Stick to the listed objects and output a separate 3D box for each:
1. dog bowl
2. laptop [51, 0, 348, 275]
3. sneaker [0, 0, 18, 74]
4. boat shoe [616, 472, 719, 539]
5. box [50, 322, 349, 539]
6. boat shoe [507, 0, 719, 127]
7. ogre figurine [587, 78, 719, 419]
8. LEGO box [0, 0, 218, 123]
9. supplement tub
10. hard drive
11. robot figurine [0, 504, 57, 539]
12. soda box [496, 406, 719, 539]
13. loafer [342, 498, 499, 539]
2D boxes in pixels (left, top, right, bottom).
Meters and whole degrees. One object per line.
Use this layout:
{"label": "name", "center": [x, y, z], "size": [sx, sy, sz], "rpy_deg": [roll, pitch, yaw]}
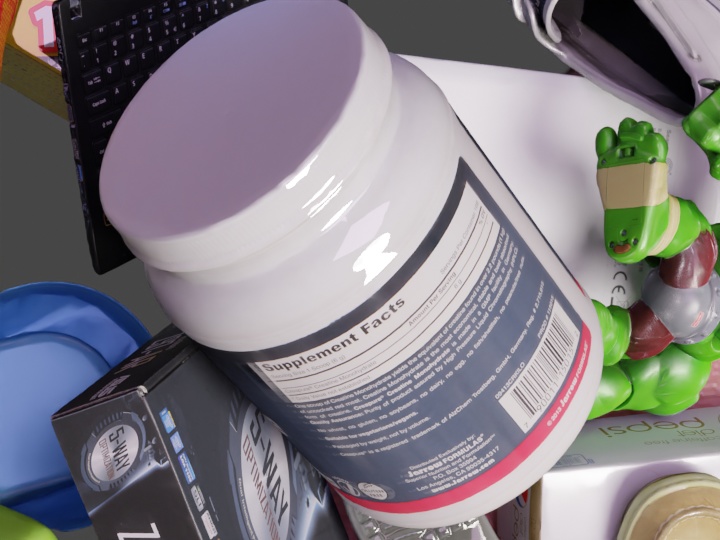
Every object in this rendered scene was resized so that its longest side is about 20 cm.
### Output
{"label": "dog bowl", "center": [-0.185, 0.074, 0.877], "size": [0.199, 0.050, 0.112], "rpy_deg": [-14, 86, -16]}
{"label": "laptop", "center": [-0.034, -0.109, 0.840], "size": [0.177, 0.103, 0.201], "rpy_deg": [-29, 124, -40]}
{"label": "sneaker", "center": [-0.159, -0.141, 0.819], "size": [0.077, 0.073, 0.201], "rpy_deg": [7, 79, -40]}
{"label": "boat shoe", "center": [0.156, 0.191, 0.901], "size": [0.073, 0.063, 0.202], "rpy_deg": [-4, 111, -14]}
{"label": "box", "center": [-0.050, 0.125, 0.835], "size": [0.043, 0.160, 0.201], "rpy_deg": [-19, 97, 16]}
{"label": "boat shoe", "center": [0.106, -0.137, 0.927], "size": [0.200, 0.074, 0.065], "rpy_deg": [37, 40, 29]}
{"label": "ogre figurine", "center": [0.143, 0.008, 0.898], "size": [0.119, 0.098, 0.201], "rpy_deg": [13, 103, -39]}
{"label": "LEGO box", "center": [-0.154, -0.172, 0.904], "size": [0.199, 0.077, 0.149], "rpy_deg": [30, 77, -9]}
{"label": "supplement tub", "center": [0.000, 0.000, 0.797], "size": [0.141, 0.140, 0.200], "rpy_deg": [-52, 129, -15]}
{"label": "hard drive", "center": [0.089, -0.029, 0.943], "size": [0.199, 0.026, 0.133], "rpy_deg": [4, 96, -23]}
{"label": "robot figurine", "center": [-0.147, 0.197, 0.818], "size": [0.175, 0.115, 0.201], "rpy_deg": [-30, 119, -41]}
{"label": "soda box", "center": [0.168, 0.109, 0.946], "size": [0.199, 0.064, 0.069], "rpy_deg": [-4, 106, -14]}
{"label": "loafer", "center": [0.051, 0.164, 0.912], "size": [0.075, 0.070, 0.201], "rpy_deg": [-22, 92, -4]}
